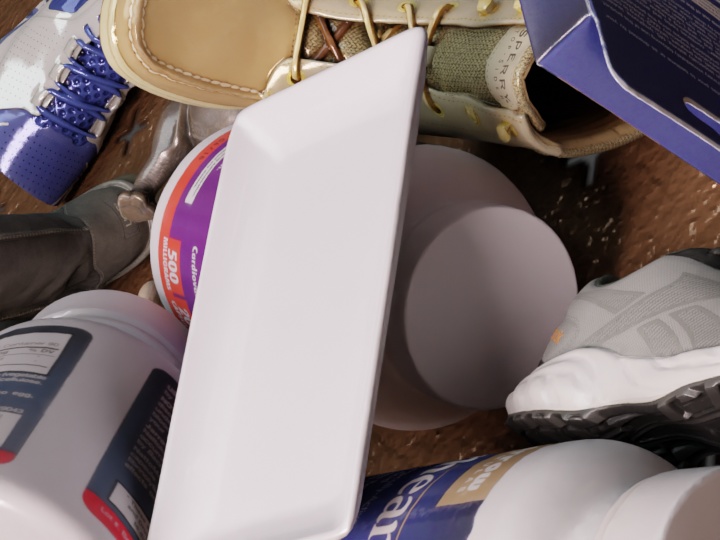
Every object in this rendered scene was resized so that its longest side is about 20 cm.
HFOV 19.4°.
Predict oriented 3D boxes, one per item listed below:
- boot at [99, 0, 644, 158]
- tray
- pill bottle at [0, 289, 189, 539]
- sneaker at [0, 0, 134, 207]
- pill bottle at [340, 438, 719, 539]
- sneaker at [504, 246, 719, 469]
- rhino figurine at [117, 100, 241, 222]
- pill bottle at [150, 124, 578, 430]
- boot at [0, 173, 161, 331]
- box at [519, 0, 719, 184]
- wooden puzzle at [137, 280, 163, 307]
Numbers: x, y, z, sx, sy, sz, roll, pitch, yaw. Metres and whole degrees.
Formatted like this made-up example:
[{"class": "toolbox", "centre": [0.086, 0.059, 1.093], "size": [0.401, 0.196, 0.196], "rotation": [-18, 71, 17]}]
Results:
[{"class": "boot", "centre": [0.013, -0.087, 0.832], "size": [0.155, 0.200, 0.073], "rotation": [19, 100, 58]}, {"class": "tray", "centre": [-0.020, 0.014, 0.745], "size": [0.107, 0.022, 0.200], "rotation": [-22, 49, 43]}, {"class": "pill bottle", "centre": [-0.121, 0.087, 0.822], "size": [0.120, 0.120, 0.200], "rotation": [-48, 8, 23]}, {"class": "sneaker", "centre": [-0.150, -0.135, 1.231], "size": [0.199, 0.081, 0.115], "rotation": [-62, 28, -3]}, {"class": "pill bottle", "centre": [0.053, 0.114, 0.682], "size": [0.200, 0.111, 0.111], "rotation": [-17, 52, 51]}, {"class": "sneaker", "centre": [0.125, 0.024, 0.687], "size": [0.200, 0.074, 0.079], "rotation": [-7, 55, 55]}, {"class": "rhino figurine", "centre": [-0.035, -0.080, 1.029], "size": [0.200, 0.060, 0.087], "rotation": [-23, 37, 43]}, {"class": "pill bottle", "centre": [0.000, 0.000, 0.856], "size": [0.200, 0.112, 0.113], "rotation": [17, 80, 60]}, {"class": "boot", "centre": [-0.210, 0.016, 1.095], "size": [0.182, 0.073, 0.200], "rotation": [-41, -6, 33]}, {"class": "box", "centre": [0.104, -0.097, 0.766], "size": [0.032, 0.121, 0.200], "rotation": [-43, 34, 27]}, {"class": "wooden puzzle", "centre": [-0.157, 0.122, 1.081], "size": [0.200, 0.037, 0.185], "rotation": [-36, 39, 45]}]
